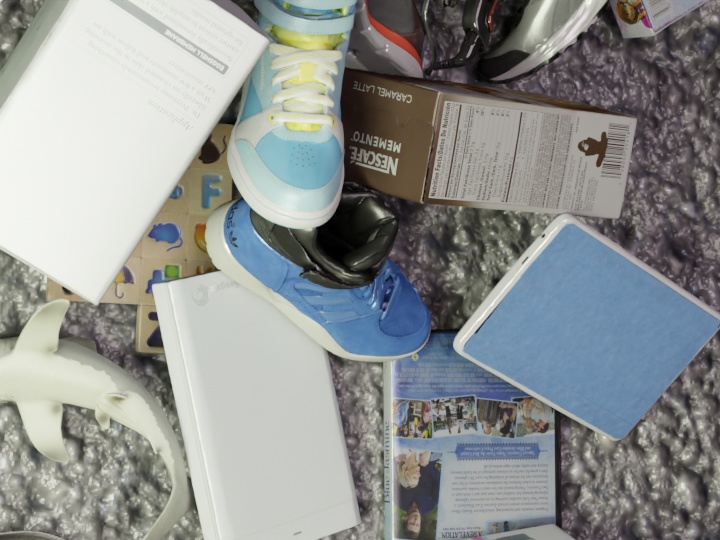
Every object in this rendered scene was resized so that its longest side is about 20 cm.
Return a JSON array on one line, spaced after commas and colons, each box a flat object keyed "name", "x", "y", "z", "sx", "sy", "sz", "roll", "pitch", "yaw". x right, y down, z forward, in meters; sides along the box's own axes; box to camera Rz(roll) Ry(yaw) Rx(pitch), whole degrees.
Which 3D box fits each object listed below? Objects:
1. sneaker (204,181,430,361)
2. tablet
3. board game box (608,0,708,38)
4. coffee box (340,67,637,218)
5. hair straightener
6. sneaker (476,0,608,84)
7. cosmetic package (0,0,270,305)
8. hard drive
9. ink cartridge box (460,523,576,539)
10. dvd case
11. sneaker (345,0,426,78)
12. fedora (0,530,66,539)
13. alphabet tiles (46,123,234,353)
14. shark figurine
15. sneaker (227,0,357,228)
[{"name": "sneaker", "x": 0.000, "y": 0.001, "z": 1.572, "sx": 0.200, "sy": 0.111, "sz": 0.077, "roll": 34, "pitch": 59, "yaw": -33}, {"name": "tablet", "x": 0.170, "y": 0.045, "z": 1.670, "sx": 0.200, "sy": 0.014, "sz": 0.130, "roll": 30, "pitch": 105, "yaw": -40}, {"name": "board game box", "x": 0.246, "y": -0.310, "z": 1.745, "sx": 0.199, "sy": 0.041, "sz": 0.200, "roll": -31, "pitch": 107, "yaw": -28}, {"name": "coffee box", "x": 0.084, "y": -0.090, "z": 1.611, "sx": 0.200, "sy": 0.114, "sz": 0.080, "roll": 3, "pitch": 100, "yaw": -41}, {"name": "hair straightener", "x": 0.083, "y": -0.236, "z": 1.651, "sx": 0.077, "sy": 0.041, "sz": 0.200, "roll": 29, "pitch": 83, "yaw": -31}, {"name": "sneaker", "x": 0.154, "y": -0.217, "z": 1.673, "sx": 0.079, "sy": 0.074, "sz": 0.200, "roll": 42, "pitch": 111, "yaw": -4}, {"name": "cosmetic package", "x": -0.168, "y": -0.108, "z": 1.457, "sx": 0.123, "sy": 0.199, "sz": 0.200, "roll": 33, "pitch": 96, "yaw": -14}, {"name": "hard drive", "x": -0.071, "y": 0.096, "z": 1.589, "sx": 0.132, "sy": 0.026, "sz": 0.200, "roll": -13, "pitch": 93, "yaw": -44}, {"name": "ink cartridge box", "x": 0.103, "y": 0.255, "z": 1.644, "sx": 0.200, "sy": 0.067, "sz": 0.117, "roll": -7, "pitch": 106, "yaw": -21}, {"name": "dvd case", "x": 0.084, "y": 0.144, "z": 1.686, "sx": 0.143, "sy": 0.018, "sz": 0.200, "roll": 1, "pitch": 86, "yaw": -24}, {"name": "sneaker", "x": -0.008, "y": -0.208, "z": 1.613, "sx": 0.200, "sy": 0.077, "sz": 0.082, "roll": 55, "pitch": 46, "yaw": -51}, {"name": "fedora", "x": -0.215, "y": 0.268, "z": 1.508, "sx": 0.177, "sy": 0.090, "sz": 0.200, "roll": -46, "pitch": 105, "yaw": -19}, {"name": "alphabet tiles", "x": -0.124, "y": -0.024, "z": 1.610, "sx": 0.200, "sy": 0.008, "sz": 0.167, "roll": 3, "pitch": 86, "yaw": -23}, {"name": "shark figurine", "x": -0.178, "y": 0.083, "z": 1.547, "sx": 0.214, "sy": 0.090, "sz": 0.128, "roll": 31, "pitch": 109, "yaw": -11}, {"name": "sneaker", "x": -0.040, "y": -0.133, "z": 1.488, "sx": 0.079, "sy": 0.131, "sz": 0.200, "roll": 5, "pitch": 47, "yaw": -12}]
